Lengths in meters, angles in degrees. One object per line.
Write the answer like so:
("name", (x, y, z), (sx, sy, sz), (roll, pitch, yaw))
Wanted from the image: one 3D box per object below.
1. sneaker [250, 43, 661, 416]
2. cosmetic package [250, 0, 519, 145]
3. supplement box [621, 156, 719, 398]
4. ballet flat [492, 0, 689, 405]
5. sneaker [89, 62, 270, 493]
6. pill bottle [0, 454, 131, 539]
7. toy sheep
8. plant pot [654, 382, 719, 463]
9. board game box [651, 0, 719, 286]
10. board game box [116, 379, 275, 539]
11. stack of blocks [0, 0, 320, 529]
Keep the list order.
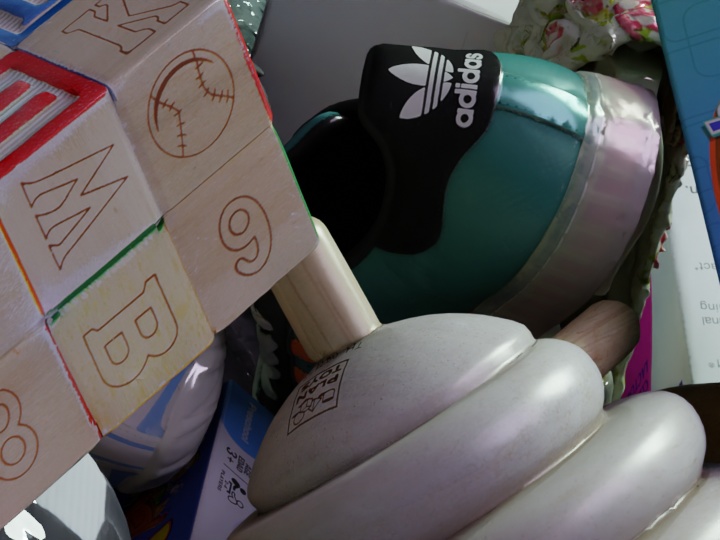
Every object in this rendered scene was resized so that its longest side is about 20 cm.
("sneaker", (0.000, 0.000, 0.741), (0.079, 0.200, 0.072), (19, 54, -14))
("cosmetic package", (0.034, -0.059, 0.924), (0.084, 0.108, 0.200), (23, 22, 15))
("supplement box", (0.131, 0.055, 0.884), (0.103, 0.101, 0.201), (5, 54, -14))
("ballet flat", (0.052, 0.003, 0.809), (0.075, 0.201, 0.064), (4, 24, -14))
("sneaker", (-0.070, -0.020, 0.774), (0.072, 0.072, 0.200), (32, 28, -19))
("pill bottle", (-0.096, 0.089, 0.543), (0.106, 0.106, 0.201), (36, 30, -27))
("toy sheep", (0.034, 0.076, 0.641), (0.201, 0.138, 0.138), (55, 26, 1))
("plant pot", (0.115, 0.122, 0.744), (0.199, 0.028, 0.201), (12, 54, -16))
("board game box", (0.123, 0.025, 0.705), (0.152, 0.045, 0.201), (56, 21, -54))
("board game box", (-0.012, 0.134, 0.689), (0.134, 0.045, 0.200), (42, 27, -18))
("stack of blocks", (-0.120, 0.017, 0.506), (0.115, 0.200, 0.059), (23, -35, 43))
